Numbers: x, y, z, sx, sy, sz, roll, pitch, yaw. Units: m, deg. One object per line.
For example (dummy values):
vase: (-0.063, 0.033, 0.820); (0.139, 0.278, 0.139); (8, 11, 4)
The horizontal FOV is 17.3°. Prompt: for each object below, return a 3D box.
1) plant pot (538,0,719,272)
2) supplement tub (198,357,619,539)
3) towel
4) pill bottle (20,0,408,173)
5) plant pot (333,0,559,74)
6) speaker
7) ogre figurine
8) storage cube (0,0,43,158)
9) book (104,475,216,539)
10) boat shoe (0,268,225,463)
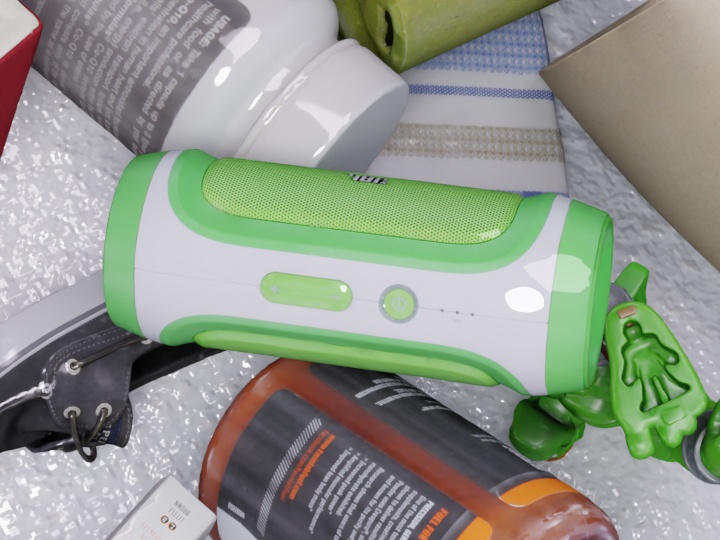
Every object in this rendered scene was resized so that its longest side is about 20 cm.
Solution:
plant pot: (0.215, -0.060, 1.131); (0.187, 0.187, 0.200); (-33, 93, -28)
supplement tub: (0.032, 0.116, 0.970); (0.107, 0.107, 0.200); (-35, 48, -28)
towel: (0.026, -0.088, 1.157); (0.147, 0.024, 0.200); (0, 66, -18)
pill bottle: (-0.082, -0.109, 1.072); (0.200, 0.114, 0.114); (40, 60, 10)
plant pot: (0.053, -0.191, 1.107); (0.184, 0.200, 0.200); (-33, 79, -17)
speaker: (0.000, 0.000, 0.972); (0.200, 0.088, 0.089); (7, 61, 11)
ogre figurine: (0.100, 0.038, 1.055); (0.200, 0.120, 0.098); (13, 82, 14)
storage cube: (-0.259, -0.061, 0.965); (0.171, 0.180, 0.200); (42, 60, 5)
book: (-0.140, 0.178, 0.916); (0.048, 0.134, 0.200); (41, 60, 3)
boat shoe: (-0.117, 0.047, 1.028); (0.200, 0.070, 0.066); (-31, 76, -35)
